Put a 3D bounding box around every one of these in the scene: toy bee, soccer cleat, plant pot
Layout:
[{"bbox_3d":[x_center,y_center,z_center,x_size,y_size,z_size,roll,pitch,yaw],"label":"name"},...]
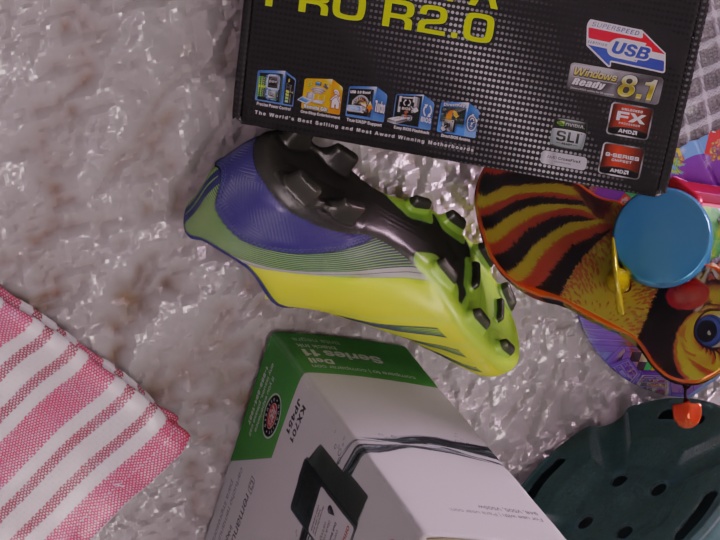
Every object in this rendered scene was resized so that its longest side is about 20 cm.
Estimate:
[{"bbox_3d":[0.142,0.015,0.978,0.131,0.199,0.109,22,82,-58],"label":"toy bee"},{"bbox_3d":[0.000,-0.001,0.993,0.084,0.065,0.200,-32,133,29],"label":"soccer cleat"},{"bbox_3d":[0.180,0.186,1.085,0.200,0.200,0.196,-38,115,-3],"label":"plant pot"}]

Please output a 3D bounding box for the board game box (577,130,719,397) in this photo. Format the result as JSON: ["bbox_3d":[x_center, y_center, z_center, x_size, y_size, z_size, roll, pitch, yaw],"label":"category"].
[{"bbox_3d":[0.207,-0.017,1.076,0.200,0.039,0.158,-35,123,-6],"label":"board game box"}]

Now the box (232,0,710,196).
[{"bbox_3d":[0.050,-0.126,0.890,0.199,0.044,0.161,11,122,2],"label":"box"}]

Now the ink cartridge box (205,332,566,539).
[{"bbox_3d":[0.005,0.139,0.967,0.083,0.200,0.147,9,110,-27],"label":"ink cartridge box"}]

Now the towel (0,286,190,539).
[{"bbox_3d":[-0.193,0.078,0.953,0.146,0.030,0.200,-48,123,3],"label":"towel"}]

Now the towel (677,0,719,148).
[{"bbox_3d":[0.166,-0.156,0.965,0.199,0.086,0.166,-24,122,-12],"label":"towel"}]
